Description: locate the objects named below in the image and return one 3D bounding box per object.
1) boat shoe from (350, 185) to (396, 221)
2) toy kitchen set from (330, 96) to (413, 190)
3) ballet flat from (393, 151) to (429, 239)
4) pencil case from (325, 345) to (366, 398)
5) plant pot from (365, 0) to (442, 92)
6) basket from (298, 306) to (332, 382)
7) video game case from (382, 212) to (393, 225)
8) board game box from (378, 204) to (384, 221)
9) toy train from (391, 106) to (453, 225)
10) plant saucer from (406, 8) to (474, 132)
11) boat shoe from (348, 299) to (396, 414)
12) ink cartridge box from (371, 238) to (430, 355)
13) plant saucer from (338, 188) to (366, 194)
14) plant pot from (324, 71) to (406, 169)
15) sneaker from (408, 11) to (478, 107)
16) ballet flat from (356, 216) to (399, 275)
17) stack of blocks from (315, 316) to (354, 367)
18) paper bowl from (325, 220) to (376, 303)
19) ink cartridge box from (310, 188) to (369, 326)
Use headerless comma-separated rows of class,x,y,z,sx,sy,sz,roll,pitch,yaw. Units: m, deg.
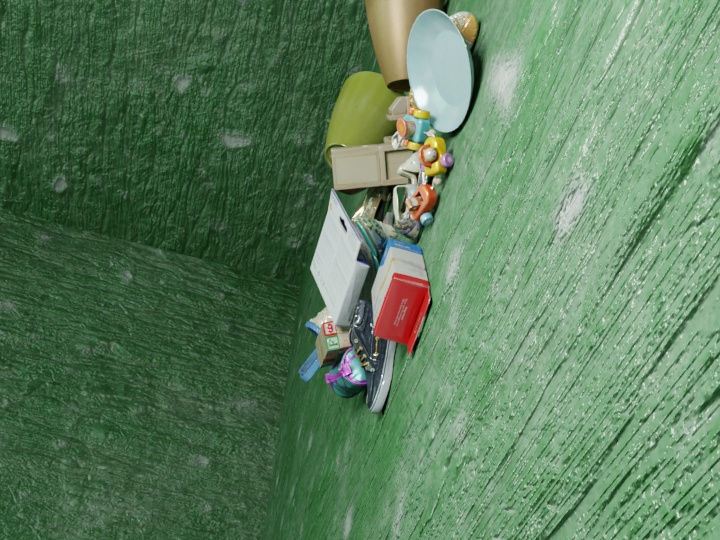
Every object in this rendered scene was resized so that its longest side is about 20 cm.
boat shoe,0.040,-0.160,1.829,0.203,0.062,0.073,-59,-13,9
toy kitchen set,0.021,-0.274,1.582,0.200,0.175,0.168,-108,13,-76
ballet flat,0.099,-0.164,1.419,0.072,0.070,0.206,139,144,-76
pencil case,-0.014,0.207,1.536,0.200,0.090,0.088,121,143,-70
plant pot,0.102,-0.510,1.665,0.186,0.181,0.206,153,116,-79
basket,-0.078,0.176,1.788,0.200,0.139,0.176,-47,6,-6
video game case,0.044,-0.013,1.737,0.144,0.017,0.204,112,168,-50
board game box,0.032,-0.094,1.944,0.103,0.019,0.206,135,147,-73
toy train,0.093,-0.191,1.332,0.151,0.054,0.204,-49,51,47
plant saucer,0.145,-0.343,1.284,0.201,0.038,0.205,48,147,47
boat shoe,0.016,0.159,1.405,0.071,0.088,0.206,134,148,-74
ink cartridge box,0.068,0.043,1.307,0.201,0.065,0.119,-93,19,-64
plant saucer,0.028,-0.241,1.791,0.198,0.035,0.201,-33,17,11
plant pot,0.000,-0.318,1.728,0.202,0.184,0.188,-61,-2,-35
sneaker,0.154,-0.387,1.376,0.202,0.075,0.088,-57,-5,36
ballet flat,0.044,-0.050,1.423,0.201,0.072,0.076,68,-153,-57
stack of blocks,-0.031,0.153,1.611,0.200,0.112,0.060,115,143,-71
paper bowl,0.000,0.000,1.601,0.199,0.102,0.207,-16,72,60
ink cartridge box,-0.038,-0.028,1.518,0.201,0.040,0.204,-118,38,-49
